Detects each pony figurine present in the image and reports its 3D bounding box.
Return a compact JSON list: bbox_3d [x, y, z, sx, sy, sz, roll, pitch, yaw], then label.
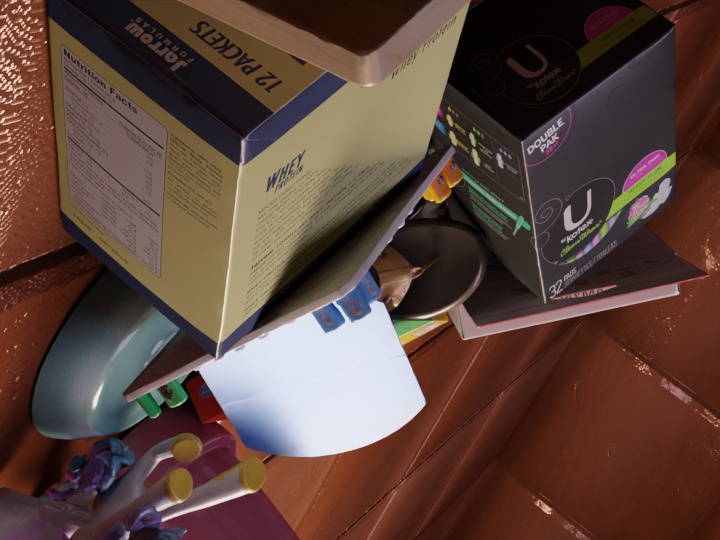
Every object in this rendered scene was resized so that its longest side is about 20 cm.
[{"bbox_3d":[-0.187,0.198,0.941,0.199,0.167,0.193,-21,-160,33],"label":"pony figurine"}]

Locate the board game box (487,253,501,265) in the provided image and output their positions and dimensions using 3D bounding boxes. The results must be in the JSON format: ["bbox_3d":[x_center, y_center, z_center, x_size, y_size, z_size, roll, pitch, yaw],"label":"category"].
[{"bbox_3d":[0.153,-0.124,1.196,0.159,0.096,0.202,-31,118,-52],"label":"board game box"}]

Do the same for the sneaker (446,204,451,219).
[{"bbox_3d":[0.021,0.010,1.308,0.201,0.078,0.070,-53,166,-3],"label":"sneaker"}]

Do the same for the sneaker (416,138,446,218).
[{"bbox_3d":[0.074,-0.032,1.238,0.201,0.139,0.078,-61,-161,27],"label":"sneaker"}]

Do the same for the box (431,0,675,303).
[{"bbox_3d":[0.144,-0.105,0.989,0.148,0.124,0.201,-37,145,-13],"label":"box"}]

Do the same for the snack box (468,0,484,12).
[{"bbox_3d":[0.144,-0.244,0.997,0.116,0.037,0.201,-4,130,-55],"label":"snack box"}]

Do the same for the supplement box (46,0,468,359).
[{"bbox_3d":[-0.056,-0.100,0.742,0.200,0.134,0.200,-44,162,-31],"label":"supplement box"}]

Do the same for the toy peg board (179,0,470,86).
[{"bbox_3d":[-0.014,-0.204,0.561,0.199,0.199,0.098,-45,148,-27],"label":"toy peg board"}]

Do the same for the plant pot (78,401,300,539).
[{"bbox_3d":[-0.144,0.246,1.146,0.200,0.179,0.200,-47,164,-18],"label":"plant pot"}]

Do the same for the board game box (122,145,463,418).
[{"bbox_3d":[-0.039,0.007,0.867,0.199,0.026,0.200,-27,-164,34],"label":"board game box"}]

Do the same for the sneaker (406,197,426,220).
[{"bbox_3d":[0.006,-0.090,1.021,0.077,0.084,0.200,-53,155,3],"label":"sneaker"}]

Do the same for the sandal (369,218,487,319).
[{"bbox_3d":[0.000,0.000,1.039,0.055,0.198,0.083,-55,148,-78],"label":"sandal"}]

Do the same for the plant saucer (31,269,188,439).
[{"bbox_3d":[-0.155,0.051,0.964,0.200,0.036,0.200,-48,163,-19],"label":"plant saucer"}]

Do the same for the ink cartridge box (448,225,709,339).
[{"bbox_3d":[0.179,0.019,1.138,0.176,0.198,0.045,-112,-169,-72],"label":"ink cartridge box"}]

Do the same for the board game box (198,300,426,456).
[{"bbox_3d":[-0.040,0.075,1.062,0.156,0.039,0.201,-16,135,8],"label":"board game box"}]

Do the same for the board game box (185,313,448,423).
[{"bbox_3d":[-0.035,0.071,1.172,0.199,0.041,0.153,-29,168,19],"label":"board game box"}]
